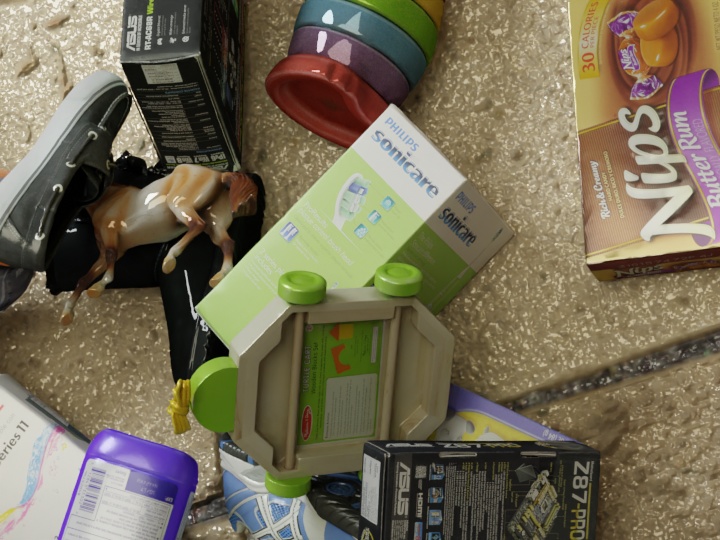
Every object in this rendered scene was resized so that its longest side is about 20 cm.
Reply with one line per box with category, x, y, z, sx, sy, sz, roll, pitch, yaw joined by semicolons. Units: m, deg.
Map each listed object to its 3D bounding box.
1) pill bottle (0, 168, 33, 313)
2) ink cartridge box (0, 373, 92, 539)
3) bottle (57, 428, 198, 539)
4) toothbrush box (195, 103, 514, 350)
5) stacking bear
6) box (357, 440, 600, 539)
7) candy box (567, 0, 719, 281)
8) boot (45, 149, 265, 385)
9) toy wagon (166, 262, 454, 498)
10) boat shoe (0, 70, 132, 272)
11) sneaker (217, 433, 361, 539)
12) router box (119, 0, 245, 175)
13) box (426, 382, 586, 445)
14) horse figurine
pill bottle;-0.319;0.002;1.391;0.200;0.106;0.107;-37;66;35
ink cartridge box;-0.259;0.158;1.358;0.199;0.067;0.118;37;90;2
bottle;-0.177;0.216;1.278;0.083;0.065;0.202;15;79;8
toothbrush box;0.000;0.000;1.304;0.200;0.146;0.086;-45;67;4
stacking bear;0.019;-0.200;1.371;0.113;0.121;0.201;11;69;46
box;0.075;0.214;1.205;0.159;0.049;0.202;1;94;-20
candy box;0.214;-0.100;1.307;0.115;0.056;0.202;-6;74;17
boot;-0.165;0.003;1.397;0.161;0.073;0.200;3;71;16
toy wagon;-0.034;0.074;1.215;0.198;0.040;0.157;-4;114;-20
boat shoe;-0.211;-0.069;1.330;0.056;0.069;0.201;23;48;8
sneaker;-0.026;0.173;1.291;0.199;0.075;0.078;21;113;47
router box;-0.129;-0.195;1.366;0.061;0.150;0.202;-4;60;7
box;0.072;0.193;1.286;0.116;0.048;0.202;23;86;22
horse figurine;-0.148;-0.034;1.331;0.198;0.050;0.133;-15;42;23
